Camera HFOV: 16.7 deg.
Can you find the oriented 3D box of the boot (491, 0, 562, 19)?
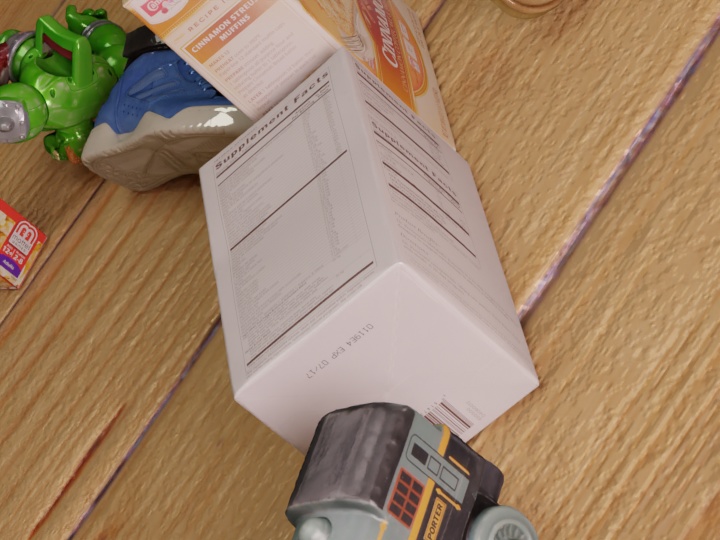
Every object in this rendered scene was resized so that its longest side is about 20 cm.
[{"bbox_3d":[0.140,-0.239,1.299,0.176,0.066,0.200,-61,6,-20],"label":"boot"}]

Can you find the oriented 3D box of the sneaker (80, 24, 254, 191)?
[{"bbox_3d":[-0.098,-0.115,1.537,0.199,0.076,0.112,-7,60,57],"label":"sneaker"}]

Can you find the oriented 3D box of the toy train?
[{"bbox_3d":[0.006,0.155,1.072,0.085,0.114,0.201,-13,46,46],"label":"toy train"}]

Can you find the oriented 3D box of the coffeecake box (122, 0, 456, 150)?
[{"bbox_3d":[-0.045,-0.147,1.384,0.073,0.200,0.154,-38,33,19],"label":"coffeecake box"}]

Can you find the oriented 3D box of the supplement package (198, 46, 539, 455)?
[{"bbox_3d":[0.000,0.000,1.254,0.114,0.109,0.201,-38,33,18],"label":"supplement package"}]

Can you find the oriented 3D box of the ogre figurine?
[{"bbox_3d":[-0.223,-0.128,1.666,0.119,0.199,0.099,20,105,42],"label":"ogre figurine"}]

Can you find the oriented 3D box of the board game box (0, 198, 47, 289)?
[{"bbox_3d":[-0.331,-0.057,1.656,0.151,0.200,0.047,-3,53,50],"label":"board game box"}]
